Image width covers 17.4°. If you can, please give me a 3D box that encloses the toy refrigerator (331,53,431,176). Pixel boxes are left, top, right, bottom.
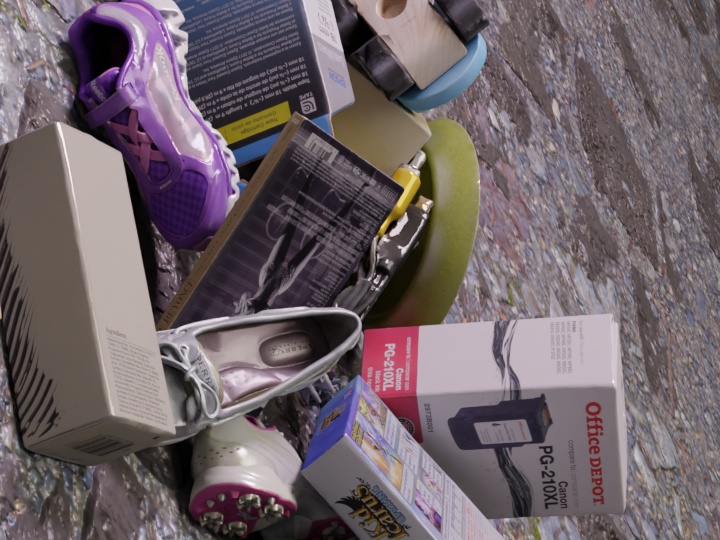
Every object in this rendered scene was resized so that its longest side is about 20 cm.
[{"bbox_3d":[-0.042,-0.153,1.863,0.200,0.070,0.076,41,9,-13],"label":"toy refrigerator"}]

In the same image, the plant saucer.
[{"bbox_3d":[0.035,-0.030,1.919,0.031,0.200,0.201,14,51,-25],"label":"plant saucer"}]

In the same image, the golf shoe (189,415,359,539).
[{"bbox_3d":[-0.053,0.151,1.659,0.200,0.075,0.092,39,33,-55],"label":"golf shoe"}]

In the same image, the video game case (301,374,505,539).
[{"bbox_3d":[0.037,0.174,1.693,0.181,0.045,0.200,50,8,-5],"label":"video game case"}]

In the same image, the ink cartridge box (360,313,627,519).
[{"bbox_3d":[0.107,0.118,1.848,0.084,0.199,0.145,-85,169,-48],"label":"ink cartridge box"}]

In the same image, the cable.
[{"bbox_3d":[0.000,0.000,1.793,0.050,0.097,0.200,30,53,7],"label":"cable"}]

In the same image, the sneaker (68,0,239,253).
[{"bbox_3d":[-0.153,-0.106,1.655,0.088,0.080,0.201,6,60,-59],"label":"sneaker"}]

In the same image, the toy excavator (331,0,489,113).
[{"bbox_3d":[0.043,-0.180,1.890,0.195,0.100,0.200,52,0,38],"label":"toy excavator"}]

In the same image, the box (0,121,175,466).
[{"bbox_3d":[-0.179,0.015,1.479,0.082,0.068,0.201,28,45,-60],"label":"box"}]

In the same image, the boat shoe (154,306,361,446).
[{"bbox_3d":[-0.089,0.064,1.571,0.202,0.065,0.075,-13,79,-39],"label":"boat shoe"}]

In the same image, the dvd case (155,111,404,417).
[{"bbox_3d":[-0.060,0.000,1.655,0.016,0.200,0.149,33,1,34],"label":"dvd case"}]

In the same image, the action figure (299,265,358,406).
[{"bbox_3d":[-0.043,0.034,1.804,0.200,0.069,0.131,-39,114,-64],"label":"action figure"}]

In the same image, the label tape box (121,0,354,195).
[{"bbox_3d":[-0.086,-0.138,1.745,0.063,0.144,0.201,25,49,-64],"label":"label tape box"}]
